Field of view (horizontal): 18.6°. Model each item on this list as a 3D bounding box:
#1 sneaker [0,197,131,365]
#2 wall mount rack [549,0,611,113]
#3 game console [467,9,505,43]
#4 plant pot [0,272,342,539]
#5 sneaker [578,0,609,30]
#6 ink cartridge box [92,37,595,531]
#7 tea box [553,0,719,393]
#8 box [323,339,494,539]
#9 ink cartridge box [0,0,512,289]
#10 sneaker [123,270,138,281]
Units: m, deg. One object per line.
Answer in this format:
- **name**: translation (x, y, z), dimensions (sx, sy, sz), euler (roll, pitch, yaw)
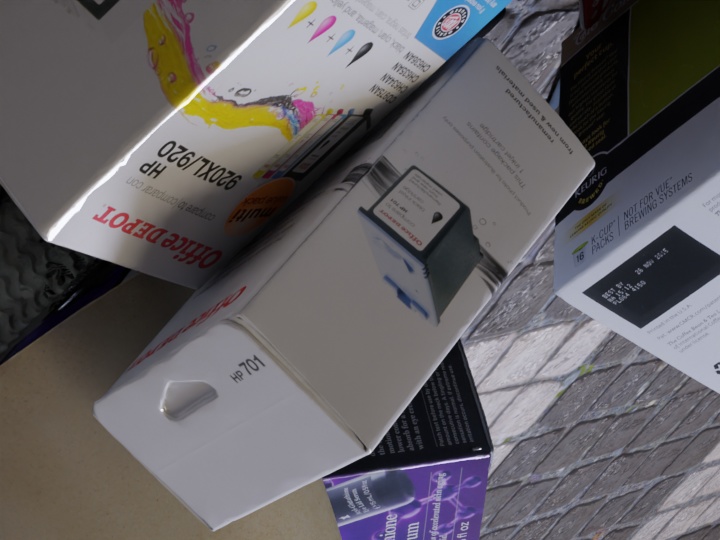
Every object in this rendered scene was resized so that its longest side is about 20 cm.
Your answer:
- **sneaker**: translation (-0.187, 0.032, 1.127), dimensions (0.200, 0.070, 0.100), euler (-39, 164, 4)
- **wall mount rack**: translation (0.151, -0.104, 1.376), dimensions (0.173, 0.075, 0.200), euler (-26, 154, -27)
- **game console**: translation (-0.007, -0.087, 1.143), dimensions (0.200, 0.031, 0.177), euler (-40, 178, 7)
- **plant pot**: translation (-0.092, 0.119, 1.083), dimensions (0.187, 0.200, 0.187), euler (-35, 178, -1)
- **sneaker**: translation (0.098, -0.169, 1.147), dimensions (0.200, 0.071, 0.113), euler (-34, 161, -48)
- **ink cartridge box**: translation (-0.008, 0.006, 0.981), dimensions (0.146, 0.086, 0.200), euler (-31, -164, 53)
- **tea box**: translation (0.213, -0.078, 1.141), dimensions (0.133, 0.197, 0.200), euler (29, 134, -25)
- **box**: translation (-0.032, 0.123, 1.304), dimensions (0.199, 0.105, 0.148), euler (-9, 141, -9)
- **ink cartridge box**: translation (-0.068, -0.116, 0.927), dimensions (0.200, 0.145, 0.147), euler (-42, 158, 10)
- **sneaker**: translation (-0.105, 0.045, 1.214), dimensions (0.199, 0.115, 0.081), euler (-31, 156, -17)
